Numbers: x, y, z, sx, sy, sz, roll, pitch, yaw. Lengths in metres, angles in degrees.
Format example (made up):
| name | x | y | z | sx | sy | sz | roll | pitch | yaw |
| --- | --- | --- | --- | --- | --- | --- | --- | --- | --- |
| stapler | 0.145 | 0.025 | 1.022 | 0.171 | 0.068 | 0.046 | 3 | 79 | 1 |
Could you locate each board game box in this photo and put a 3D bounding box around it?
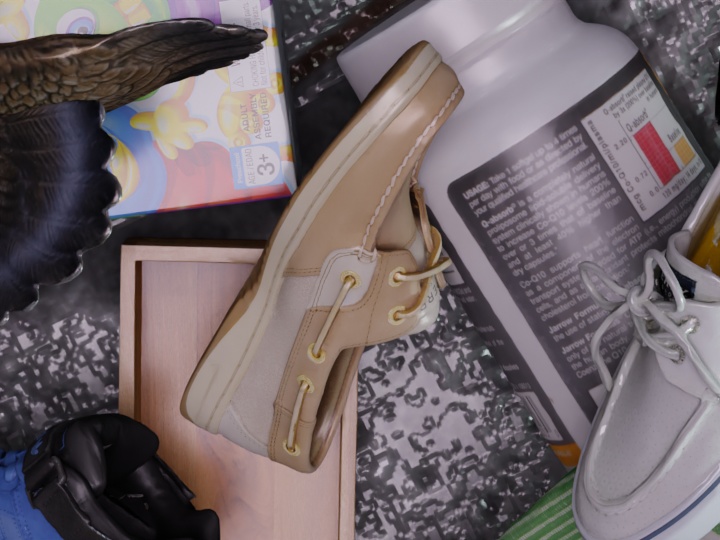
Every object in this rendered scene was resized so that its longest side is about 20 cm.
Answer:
| name | x | y | z | sx | sy | sz | roll | pitch | yaw |
| --- | --- | --- | --- | --- | --- | --- | --- | --- | --- |
| board game box | -0.128 | -0.070 | 1.141 | 0.199 | 0.103 | 0.106 | -8 | 97 | 1 |

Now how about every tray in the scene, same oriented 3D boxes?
| name | x | y | z | sx | sy | sz | roll | pitch | yaw |
| --- | --- | --- | --- | --- | --- | --- | --- | --- | --- |
| tray | -0.051 | 0.089 | 1.195 | 0.098 | 0.037 | 0.201 | 1 | 96 | 0 |

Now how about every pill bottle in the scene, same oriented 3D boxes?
| name | x | y | z | sx | sy | sz | roll | pitch | yaw |
| --- | --- | --- | --- | --- | --- | --- | --- | --- | --- |
| pill bottle | 0.082 | -0.025 | 1.140 | 0.116 | 0.116 | 0.201 | -32 | 96 | 4 |

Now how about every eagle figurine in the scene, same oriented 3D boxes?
| name | x | y | z | sx | sy | sz | roll | pitch | yaw |
| --- | --- | --- | --- | --- | --- | --- | --- | --- | --- |
| eagle figurine | -0.155 | -0.060 | 1.014 | 0.199 | 0.151 | 0.152 | 26 | 84 | 5 |

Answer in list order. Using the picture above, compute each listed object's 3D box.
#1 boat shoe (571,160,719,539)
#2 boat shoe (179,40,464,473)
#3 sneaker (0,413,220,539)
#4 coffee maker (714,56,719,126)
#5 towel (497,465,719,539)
| name | x | y | z | sx | sy | sz | roll | pitch | yaw |
| --- | --- | --- | --- | --- | --- | --- | --- | --- | --- |
| boat shoe | 0.121 | 0.010 | 1.021 | 0.086 | 0.075 | 0.202 | 23 | 105 | -44 |
| boat shoe | 0.000 | 0.000 | 1.099 | 0.069 | 0.074 | 0.200 | 34 | 130 | 4 |
| sneaker | -0.141 | 0.082 | 1.151 | 0.200 | 0.077 | 0.111 | 40 | 115 | 10 |
| coffee maker | 0.246 | -0.084 | 1.094 | 0.199 | 0.192 | 0.135 | 19 | 96 | -2 |
| towel | 0.098 | 0.155 | 1.151 | 0.152 | 0.023 | 0.200 | 31 | 124 | -19 |
